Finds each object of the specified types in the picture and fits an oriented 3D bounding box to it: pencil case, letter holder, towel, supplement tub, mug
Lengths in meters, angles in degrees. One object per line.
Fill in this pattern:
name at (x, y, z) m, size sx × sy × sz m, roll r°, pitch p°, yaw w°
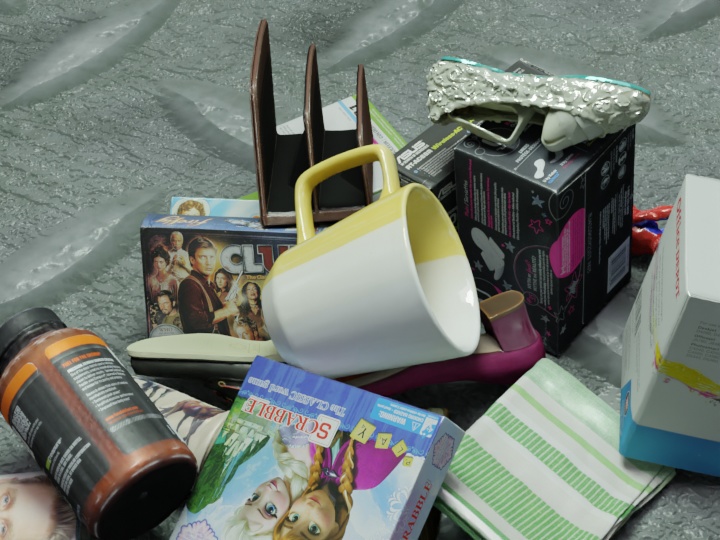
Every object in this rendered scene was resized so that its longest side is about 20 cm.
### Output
pencil case at (-0.190, 0.130, 1.652) m, size 0.200 × 0.078 × 0.089 m, roll 17°, pitch 46°, yaw 24°
letter holder at (-0.044, -0.147, 1.731) m, size 0.100 × 0.142 × 0.200 m, roll -5°, pitch 25°, yaw 3°
towel at (0.156, 0.167, 1.560) m, size 0.152 × 0.023 × 0.200 m, roll 38°, pitch 48°, yaw 16°
supplement tub at (-0.228, 0.120, 1.563) m, size 0.107 × 0.107 × 0.200 m, roll -30°, pitch 61°, yaw -23°
mug at (0.004, 0.009, 1.606) m, size 0.153 × 0.150 × 0.187 m, roll -20°, pitch 37°, yaw 20°

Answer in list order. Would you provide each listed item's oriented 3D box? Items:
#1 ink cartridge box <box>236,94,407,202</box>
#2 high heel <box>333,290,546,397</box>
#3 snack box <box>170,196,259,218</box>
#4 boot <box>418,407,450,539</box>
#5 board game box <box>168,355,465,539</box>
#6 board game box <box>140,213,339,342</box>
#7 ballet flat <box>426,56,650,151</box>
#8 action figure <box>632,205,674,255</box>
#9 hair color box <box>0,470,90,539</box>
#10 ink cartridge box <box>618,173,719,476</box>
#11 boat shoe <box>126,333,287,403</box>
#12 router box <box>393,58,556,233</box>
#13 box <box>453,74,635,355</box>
ink cartridge box at (-0.051, -0.075, 1.852) m, size 0.200 × 0.076 × 0.148 m, roll -22°, pitch 45°, yaw -18°
high heel at (0.068, 0.097, 1.657) m, size 0.200 × 0.096 × 0.067 m, roll -21°, pitch 30°, yaw -2°
snack box at (-0.081, -0.006, 1.767) m, size 0.199 × 0.037 × 0.117 m, roll 2°, pitch 83°, yaw 10°
boot at (-0.012, 0.186, 1.576) m, size 0.154 × 0.072 × 0.200 m, roll 4°, pitch 39°, yaw 11°
board game box at (-0.043, 0.186, 1.516) m, size 0.200 × 0.041 × 0.200 m, roll 15°, pitch 74°, yaw 36°
board game box at (-0.096, 0.020, 1.714) m, size 0.199 × 0.136 × 0.035 m, roll 2°, pitch 23°, yaw 10°
ballet flat at (0.148, -0.134, 1.617) m, size 0.200 × 0.072 × 0.072 m, roll 11°, pitch 46°, yaw 21°
action figure at (0.310, -0.020, 1.757) m, size 0.099 × 0.065 × 0.200 m, roll -31°, pitch 49°, yaw -13°
hair color box at (-0.328, 0.227, 1.580) m, size 0.199 × 0.061 × 0.100 m, roll -6°, pitch 44°, yaw 0°
ink cartridge box at (0.309, 0.050, 1.563) m, size 0.146 × 0.200 × 0.147 m, roll 12°, pitch 45°, yaw -2°
boat shoe at (-0.109, 0.090, 1.686) m, size 0.201 × 0.063 × 0.074 m, roll 3°, pitch 15°, yaw 5°
router box at (0.111, -0.084, 1.787) m, size 0.062 × 0.150 × 0.200 m, roll 31°, pitch 55°, yaw 32°
box at (0.167, -0.051, 1.708) m, size 0.115 × 0.200 × 0.132 m, roll 26°, pitch 52°, yaw 29°
